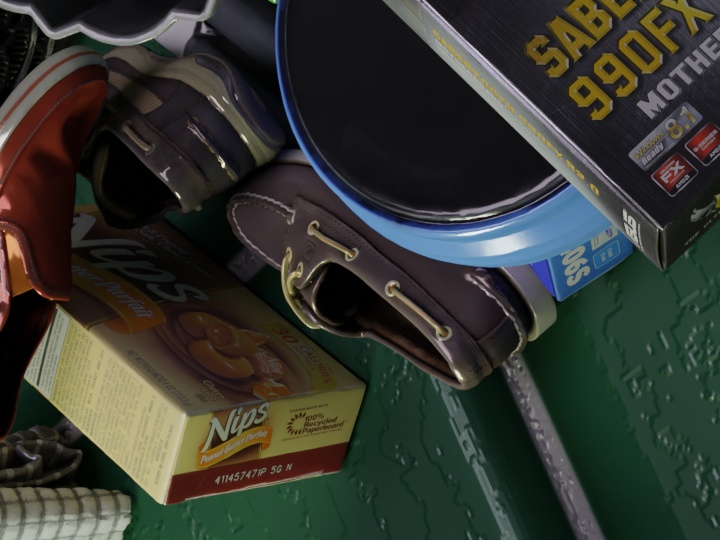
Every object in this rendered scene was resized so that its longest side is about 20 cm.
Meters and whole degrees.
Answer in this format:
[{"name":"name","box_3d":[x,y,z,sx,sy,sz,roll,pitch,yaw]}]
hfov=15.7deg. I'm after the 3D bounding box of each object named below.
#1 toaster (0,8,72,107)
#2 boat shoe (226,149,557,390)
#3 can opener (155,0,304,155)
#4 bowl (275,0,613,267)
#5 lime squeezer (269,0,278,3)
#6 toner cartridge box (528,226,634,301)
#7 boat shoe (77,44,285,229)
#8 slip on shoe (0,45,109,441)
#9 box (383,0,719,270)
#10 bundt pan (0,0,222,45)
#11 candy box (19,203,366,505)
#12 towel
[{"name":"toaster","box_3d":[-0.236,-0.164,1.370,0.119,0.199,0.181,47,135,37]},{"name":"boat shoe","box_3d":[0.000,0.000,1.197,0.200,0.060,0.072,24,149,42]},{"name":"can opener","box_3d":[-0.077,-0.114,1.277,0.200,0.067,0.054,40,124,38]},{"name":"bowl","box_3d":[0.051,-0.103,1.040,0.200,0.039,0.202,-7,78,32]},{"name":"lime squeezer","box_3d":[-0.104,-0.198,1.173,0.070,0.038,0.201,-26,96,19]},{"name":"toner cartridge box","box_3d":[0.043,-0.089,1.128,0.200,0.043,0.095,54,174,28]},{"name":"boat shoe","box_3d":[-0.110,-0.064,1.277,0.075,0.073,0.200,52,162,-15]},{"name":"slip on shoe","box_3d":[-0.158,-0.009,1.227,0.061,0.074,0.201,24,95,18]},{"name":"box","box_3d":[0.126,-0.124,0.950,0.158,0.200,0.048,46,172,18]},{"name":"bundt pan","box_3d":[-0.097,-0.201,1.098,0.201,0.076,0.203,9,110,25]},{"name":"candy box","box_3d":[-0.105,0.035,1.292,0.200,0.115,0.056,37,120,39]},{"name":"towel","box_3d":[-0.236,0.181,1.424,0.086,0.165,0.201,48,128,40]}]
